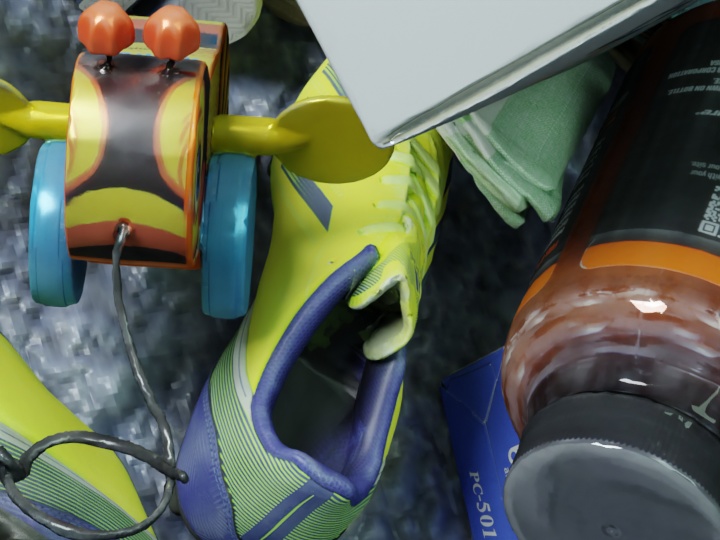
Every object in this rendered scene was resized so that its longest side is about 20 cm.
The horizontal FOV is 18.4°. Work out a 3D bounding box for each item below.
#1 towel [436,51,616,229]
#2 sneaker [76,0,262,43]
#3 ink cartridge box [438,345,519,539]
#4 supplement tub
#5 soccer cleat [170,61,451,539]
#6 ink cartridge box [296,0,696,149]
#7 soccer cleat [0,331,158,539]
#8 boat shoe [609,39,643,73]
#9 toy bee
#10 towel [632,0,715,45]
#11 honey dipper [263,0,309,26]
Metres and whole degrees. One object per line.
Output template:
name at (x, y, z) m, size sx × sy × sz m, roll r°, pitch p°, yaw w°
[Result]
towel at (0.018, -0.123, 0.739) m, size 0.200 × 0.023 × 0.153 m, roll 54°, pitch 28°, yaw -13°
sneaker at (-0.104, -0.168, 0.717) m, size 0.199 × 0.080 × 0.116 m, roll 35°, pitch 50°, yaw -26°
ink cartridge box at (0.127, 0.073, 0.788) m, size 0.199 × 0.044 × 0.095 m, roll -2°, pitch 73°, yaw -36°
supplement tub at (0.108, 0.009, 0.705) m, size 0.107 × 0.107 × 0.200 m, roll 41°, pitch 48°, yaw -13°
soccer cleat at (0.001, 0.001, 0.695) m, size 0.065 × 0.084 × 0.201 m, roll 32°, pitch 55°, yaw -20°
ink cartridge box at (0.061, -0.143, 0.648) m, size 0.146 × 0.144 × 0.200 m, roll 61°, pitch 25°, yaw 0°
soccer cleat at (-0.116, 0.042, 0.632) m, size 0.201 × 0.065 × 0.084 m, roll 57°, pitch 21°, yaw 4°
boat shoe at (0.118, -0.098, 0.841) m, size 0.201 × 0.073 × 0.063 m, roll 45°, pitch 46°, yaw -20°
toy bee at (-0.052, -0.033, 0.616) m, size 0.130 × 0.109 × 0.200 m, roll -6°, pitch 32°, yaw -19°
towel at (0.163, -0.150, 0.830) m, size 0.146 × 0.022 × 0.201 m, roll 25°, pitch 63°, yaw -26°
honey dipper at (0.015, -0.166, 0.819) m, size 0.038 × 0.038 × 0.200 m, roll 40°, pitch 51°, yaw -14°
